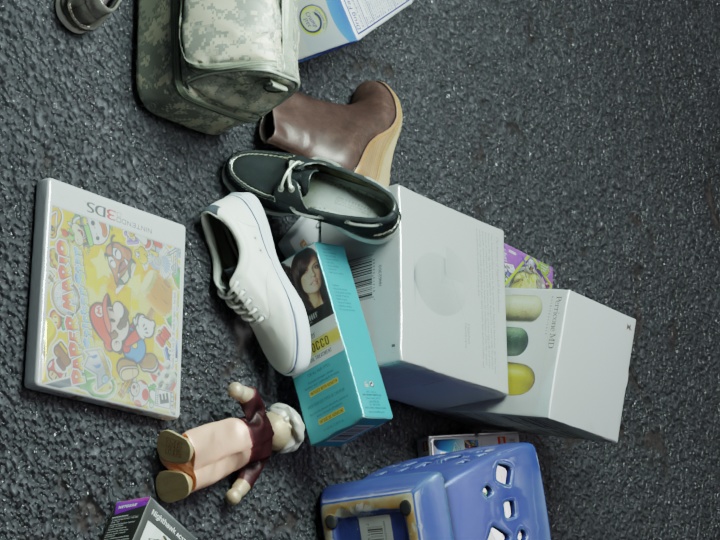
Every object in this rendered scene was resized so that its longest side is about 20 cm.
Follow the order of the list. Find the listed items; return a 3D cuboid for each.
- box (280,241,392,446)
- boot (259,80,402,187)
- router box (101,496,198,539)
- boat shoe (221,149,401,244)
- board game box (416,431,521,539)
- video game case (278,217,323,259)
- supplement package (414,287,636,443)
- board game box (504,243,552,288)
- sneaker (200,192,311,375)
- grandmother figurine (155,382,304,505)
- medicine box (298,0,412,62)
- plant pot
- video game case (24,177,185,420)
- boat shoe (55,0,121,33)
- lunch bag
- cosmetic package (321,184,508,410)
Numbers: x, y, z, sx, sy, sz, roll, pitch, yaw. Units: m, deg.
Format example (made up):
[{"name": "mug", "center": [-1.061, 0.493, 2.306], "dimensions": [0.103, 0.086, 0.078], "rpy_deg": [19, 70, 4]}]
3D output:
[{"name": "box", "center": [-0.035, 0.078, 1.731], "dimensions": [0.049, 0.082, 0.201], "rpy_deg": [8, 59, -49]}, {"name": "boot", "center": [-0.035, -0.179, 1.859], "dimensions": [0.166, 0.072, 0.201], "rpy_deg": [30, 39, -27]}, {"name": "router box", "center": [-0.176, 0.331, 1.533], "dimensions": [0.200, 0.051, 0.150], "rpy_deg": [49, 43, -31]}, {"name": "boat shoe", "center": [-0.051, -0.088, 1.722], "dimensions": [0.060, 0.199, 0.076], "rpy_deg": [95, 10, -72]}, {"name": "board game box", "center": [0.137, 0.293, 1.922], "dimensions": [0.125, 0.035, 0.202], "rpy_deg": [1, 78, -27]}, {"name": "video game case", "center": [0.000, 0.000, 1.886], "dimensions": [0.201, 0.022, 0.182], "rpy_deg": [60, 40, -21]}, {"name": "supplement package", "center": [0.194, 0.109, 1.933], "dimensions": [0.150, 0.199, 0.153], "rpy_deg": [22, 75, -46]}, {"name": "board game box", "center": [0.187, 0.027, 2.112], "dimensions": [0.200, 0.032, 0.121], "rpy_deg": [24, 65, -47]}, {"name": "sneaker", "center": [-0.116, 0.020, 1.703], "dimensions": [0.071, 0.073, 0.201], "rpy_deg": [-20, 86, -43]}, {"name": "grandmother figurine", "center": [-0.125, 0.171, 1.650], "dimensions": [0.200, 0.060, 0.122], "rpy_deg": [-9, 114, -55]}, {"name": "medicine box", "center": [-0.045, -0.349, 1.840], "dimensions": [0.183, 0.102, 0.200], "rpy_deg": [67, 27, -12]}, {"name": "plant pot", "center": [0.075, 0.300, 1.753], "dimensions": [0.179, 0.199, 0.202], "rpy_deg": [-2, 81, -46]}, {"name": "video game case", "center": [-0.240, 0.030, 1.568], "dimensions": [0.182, 0.023, 0.201], "rpy_deg": [20, 64, -47]}, {"name": "boat shoe", "center": [-0.242, -0.318, 1.645], "dimensions": [0.067, 0.057, 0.201], "rpy_deg": [45, 47, -34]}, {"name": "lunch bag", "center": [-0.131, -0.259, 1.678], "dimensions": [0.139, 0.167, 0.201], "rpy_deg": [20, 63, -48]}, {"name": "cosmetic package", "center": [0.061, 0.036, 1.834], "dimensions": [0.199, 0.122, 0.201], "rpy_deg": [20, 63, -45]}]
